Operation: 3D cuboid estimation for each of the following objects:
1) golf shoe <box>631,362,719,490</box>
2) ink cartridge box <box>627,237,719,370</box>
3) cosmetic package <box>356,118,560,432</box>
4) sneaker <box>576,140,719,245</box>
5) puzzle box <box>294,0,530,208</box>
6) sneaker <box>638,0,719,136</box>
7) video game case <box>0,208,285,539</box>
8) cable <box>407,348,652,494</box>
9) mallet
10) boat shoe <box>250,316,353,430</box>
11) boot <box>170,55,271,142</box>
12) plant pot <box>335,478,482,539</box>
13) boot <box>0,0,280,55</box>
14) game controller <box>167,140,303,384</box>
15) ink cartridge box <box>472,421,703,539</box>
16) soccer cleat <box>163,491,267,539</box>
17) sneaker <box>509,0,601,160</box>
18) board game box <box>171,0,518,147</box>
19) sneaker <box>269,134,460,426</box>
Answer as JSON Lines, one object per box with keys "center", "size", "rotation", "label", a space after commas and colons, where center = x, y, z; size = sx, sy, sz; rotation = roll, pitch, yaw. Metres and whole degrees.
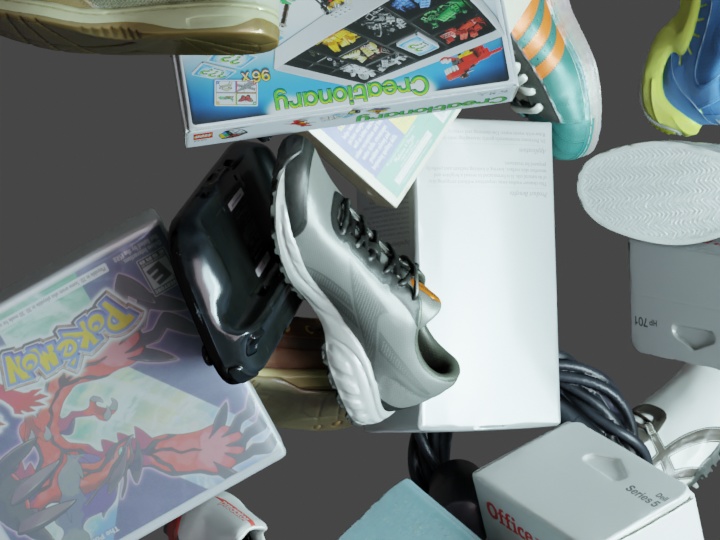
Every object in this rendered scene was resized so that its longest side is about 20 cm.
{"center": [0.186, 0.126, 1.877], "size": [0.095, 0.078, 0.200], "rotation": [46, 74, -29], "label": "golf shoe"}
{"center": [0.309, 0.009, 1.904], "size": [0.199, 0.146, 0.087], "rotation": [-10, 103, -35], "label": "ink cartridge box"}
{"center": [0.063, 0.004, 1.734], "size": [0.112, 0.081, 0.202], "rotation": [2, 87, -30], "label": "cosmetic package"}
{"center": [0.249, -0.059, 1.892], "size": [0.198, 0.116, 0.074], "rotation": [0, 95, 1], "label": "sneaker"}
{"center": [0.024, -0.157, 1.651], "size": [0.133, 0.025, 0.201], "rotation": [41, 75, -27], "label": "puzzle box"}
{"center": [0.265, -0.185, 1.861], "size": [0.075, 0.105, 0.202], "rotation": [16, 89, -37], "label": "sneaker"}
{"center": [-0.168, 0.086, 1.599], "size": [0.199, 0.023, 0.183], "rotation": [-29, 117, -4], "label": "video game case"}
{"center": [0.116, 0.136, 1.811], "size": [0.162, 0.051, 0.202], "rotation": [-14, 97, -1], "label": "cable"}
{"center": [0.096, 0.222, 1.769], "size": [0.041, 0.066, 0.201], "rotation": [-22, 103, 7], "label": "mallet"}
{"center": [-0.082, 0.051, 1.682], "size": [0.199, 0.072, 0.068], "rotation": [11, 59, -29], "label": "boat shoe"}
{"center": [-0.021, -0.146, 1.678], "size": [0.163, 0.073, 0.199], "rotation": [-47, 115, -22], "label": "boot"}
{"center": [0.047, 0.294, 1.672], "size": [0.196, 0.199, 0.197], "rotation": [-41, 144, -29], "label": "plant pot"}
{"center": [-0.135, -0.205, 1.540], "size": [0.072, 0.198, 0.156], "rotation": [31, 63, -73], "label": "boot"}
{"center": [-0.071, -0.009, 1.618], "size": [0.105, 0.042, 0.200], "rotation": [60, 19, -12], "label": "game controller"}
{"center": [0.157, 0.216, 1.698], "size": [0.084, 0.145, 0.201], "rotation": [-25, 117, -22], "label": "ink cartridge box"}
{"center": [-0.070, 0.235, 1.706], "size": [0.068, 0.085, 0.201], "rotation": [-23, 111, -31], "label": "soccer cleat"}
{"center": [0.097, -0.159, 1.769], "size": [0.080, 0.071, 0.201], "rotation": [-26, 108, -25], "label": "sneaker"}
{"center": [-0.015, -0.150, 1.583], "size": [0.198, 0.035, 0.127], "rotation": [-8, 77, -6], "label": "board game box"}
{"center": [0.000, 0.000, 1.619], "size": [0.074, 0.079, 0.201], "rotation": [-80, 150, -55], "label": "sneaker"}
